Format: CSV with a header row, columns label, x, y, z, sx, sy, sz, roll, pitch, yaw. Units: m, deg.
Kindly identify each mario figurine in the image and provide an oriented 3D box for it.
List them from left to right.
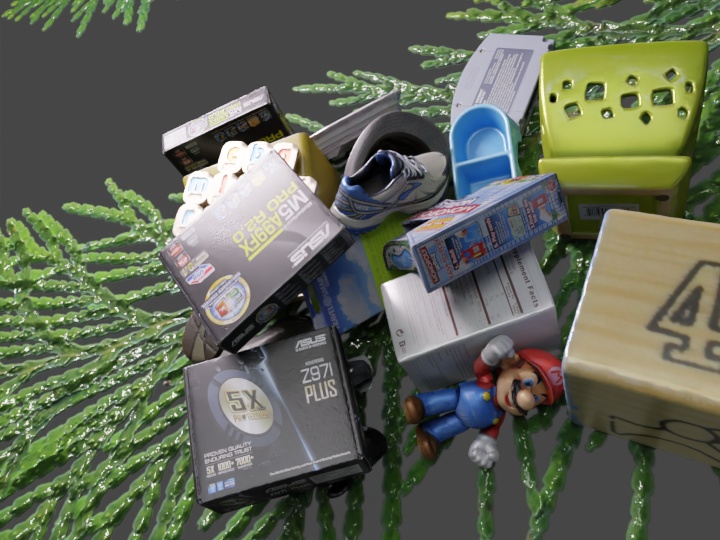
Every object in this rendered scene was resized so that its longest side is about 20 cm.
label,x,y,z,sx,sy,sz,roll,pitch,yaw
mario figurine,0.152,0.157,0.760,0.197,0.124,0.107,-24,50,7

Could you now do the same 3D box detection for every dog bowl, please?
label,x,y,z,sx,sy,sz,roll,pitch,yaw
dog bowl,0.184,-0.155,0.947,0.110,0.049,0.204,-11,68,22

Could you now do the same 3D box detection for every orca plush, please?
label,x,y,z,sx,sy,sz,roll,pitch,yaw
orca plush,-0.069,0.231,0.836,0.196,0.071,0.107,0,62,22

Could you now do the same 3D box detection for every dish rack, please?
label,x,y,z,sx,sy,sz,roll,pitch,yaw
dish rack,-0.004,-0.222,1.026,0.170,0.200,0.044,-28,97,6

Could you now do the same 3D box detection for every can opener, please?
label,x,y,z,sx,sy,sz,roll,pitch,yaw
can opener,-0.076,0.159,0.884,0.197,0.067,0.054,-18,55,11

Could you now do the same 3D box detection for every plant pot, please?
label,x,y,z,sx,sy,sz,roll,pitch,yaw
plant pot,-0.120,-0.054,0.959,0.197,0.200,0.179,-18,71,11
plant pot,0.327,-0.150,0.824,0.196,0.199,0.185,4,69,23

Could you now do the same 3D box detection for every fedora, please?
label,x,y,z,sx,sy,sz,roll,pitch,yaw
fedora,0.040,-0.131,0.960,0.090,0.174,0.204,19,101,62

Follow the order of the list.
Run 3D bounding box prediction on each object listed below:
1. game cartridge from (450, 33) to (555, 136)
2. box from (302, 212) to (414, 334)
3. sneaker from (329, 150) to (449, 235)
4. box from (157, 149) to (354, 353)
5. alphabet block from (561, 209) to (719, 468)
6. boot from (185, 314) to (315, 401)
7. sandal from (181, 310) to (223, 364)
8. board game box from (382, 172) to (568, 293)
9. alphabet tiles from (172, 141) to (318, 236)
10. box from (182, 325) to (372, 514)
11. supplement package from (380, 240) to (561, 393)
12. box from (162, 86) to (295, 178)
label,x,y,z,sx,sy,sz,roll,pitch,yaw
game cartridge,0.226,-0.300,1.046,0.131,0.042,0.202,12,67,32
box,0.000,0.000,0.870,0.198,0.124,0.047,-27,15,-26
sneaker,0.049,-0.119,0.845,0.198,0.086,0.077,-31,58,-29
box,-0.130,-0.027,0.782,0.199,0.044,0.161,-42,61,-1
alphabet block,0.341,0.077,0.685,0.197,0.196,0.199,13,69,27
boot,-0.140,0.140,0.896,0.197,0.068,0.132,-16,31,22
sandal,-0.161,0.034,0.846,0.081,0.055,0.203,22,80,23
board game box,0.113,-0.046,0.792,0.198,0.063,0.199,-30,16,-28
alphabet tiles,-0.154,-0.081,0.853,0.196,0.015,0.199,5,72,20
box,-0.100,0.180,0.775,0.196,0.086,0.166,-15,62,1
supplement package,0.142,0.058,0.822,0.197,0.117,0.119,-20,54,10
box,-0.209,-0.203,1.091,0.197,0.161,0.045,-22,54,8
